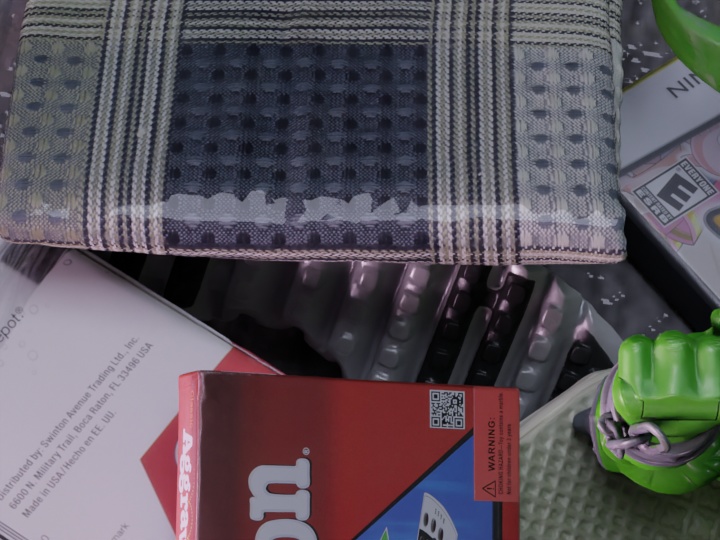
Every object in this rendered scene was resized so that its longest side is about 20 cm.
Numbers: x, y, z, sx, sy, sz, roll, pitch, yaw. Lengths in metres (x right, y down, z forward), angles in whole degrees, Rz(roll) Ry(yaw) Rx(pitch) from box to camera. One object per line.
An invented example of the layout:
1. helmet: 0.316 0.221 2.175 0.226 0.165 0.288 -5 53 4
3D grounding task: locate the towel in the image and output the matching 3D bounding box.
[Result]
1. towel: -0.011 -0.077 0.758 0.192 0.035 0.200 1 49 3

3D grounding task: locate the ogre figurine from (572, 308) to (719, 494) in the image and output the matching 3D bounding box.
1. ogre figurine: 0.151 0.045 0.688 0.200 0.120 0.098 -15 88 -19

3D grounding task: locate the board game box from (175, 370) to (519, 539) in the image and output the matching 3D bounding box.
1. board game box: -0.003 0.131 0.672 0.103 0.019 0.200 4 80 -23

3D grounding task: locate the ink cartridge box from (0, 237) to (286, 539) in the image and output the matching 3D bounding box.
1. ink cartridge box: -0.126 0.064 0.731 0.200 0.083 0.147 31 62 15

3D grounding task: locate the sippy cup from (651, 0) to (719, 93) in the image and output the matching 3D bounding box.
1. sippy cup: 0.194 -0.123 0.812 0.178 0.140 0.130 8 44 -27

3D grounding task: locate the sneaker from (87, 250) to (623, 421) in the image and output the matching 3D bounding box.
1. sneaker: 0.000 0.000 0.786 0.200 0.075 0.081 26 16 -3

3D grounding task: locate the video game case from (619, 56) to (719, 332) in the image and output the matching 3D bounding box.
1. video game case: 0.196 -0.019 0.831 0.181 0.026 0.200 -31 65 -20

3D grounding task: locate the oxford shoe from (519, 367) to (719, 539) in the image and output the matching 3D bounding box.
1. oxford shoe: 0.059 0.079 0.746 0.200 0.058 0.075 -23 88 -19
